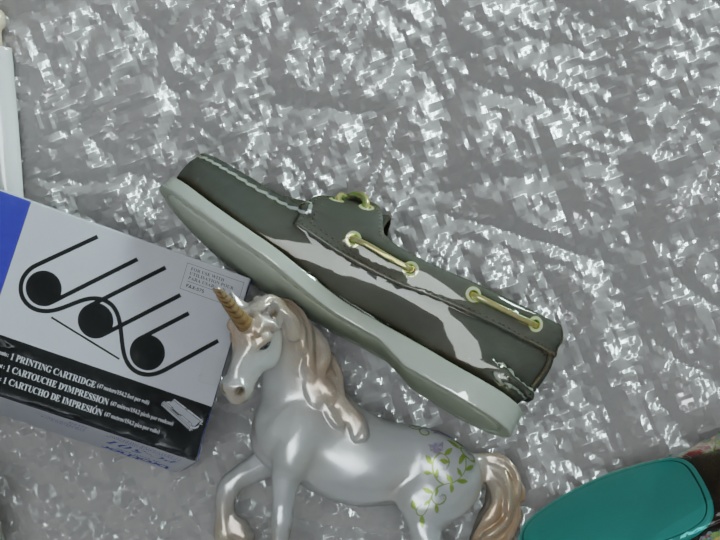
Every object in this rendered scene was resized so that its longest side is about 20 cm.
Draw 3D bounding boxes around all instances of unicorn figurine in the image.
[{"bbox_3d":[-0.013,0.092,1.022,0.200,0.074,0.138,18,95,-24],"label":"unicorn figurine"}]

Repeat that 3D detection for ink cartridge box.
[{"bbox_3d":[-0.159,0.018,1.013,0.200,0.044,0.094,20,72,-12],"label":"ink cartridge box"}]

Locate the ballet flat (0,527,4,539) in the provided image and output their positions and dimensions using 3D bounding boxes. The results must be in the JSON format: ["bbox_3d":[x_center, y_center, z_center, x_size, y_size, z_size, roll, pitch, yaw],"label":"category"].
[{"bbox_3d":[-0.209,0.091,1.037,0.062,0.067,0.200,-22,94,33],"label":"ballet flat"}]

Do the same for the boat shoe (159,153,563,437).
[{"bbox_3d":[0.000,0.001,1.027,0.202,0.072,0.060,33,80,7],"label":"boat shoe"}]

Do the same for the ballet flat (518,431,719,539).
[{"bbox_3d":[0.172,0.111,1.014,0.200,0.076,0.064,-26,121,10],"label":"ballet flat"}]

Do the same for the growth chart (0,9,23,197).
[{"bbox_3d":[-0.259,-0.050,1.077,0.200,0.018,0.145,-13,89,3],"label":"growth chart"}]
